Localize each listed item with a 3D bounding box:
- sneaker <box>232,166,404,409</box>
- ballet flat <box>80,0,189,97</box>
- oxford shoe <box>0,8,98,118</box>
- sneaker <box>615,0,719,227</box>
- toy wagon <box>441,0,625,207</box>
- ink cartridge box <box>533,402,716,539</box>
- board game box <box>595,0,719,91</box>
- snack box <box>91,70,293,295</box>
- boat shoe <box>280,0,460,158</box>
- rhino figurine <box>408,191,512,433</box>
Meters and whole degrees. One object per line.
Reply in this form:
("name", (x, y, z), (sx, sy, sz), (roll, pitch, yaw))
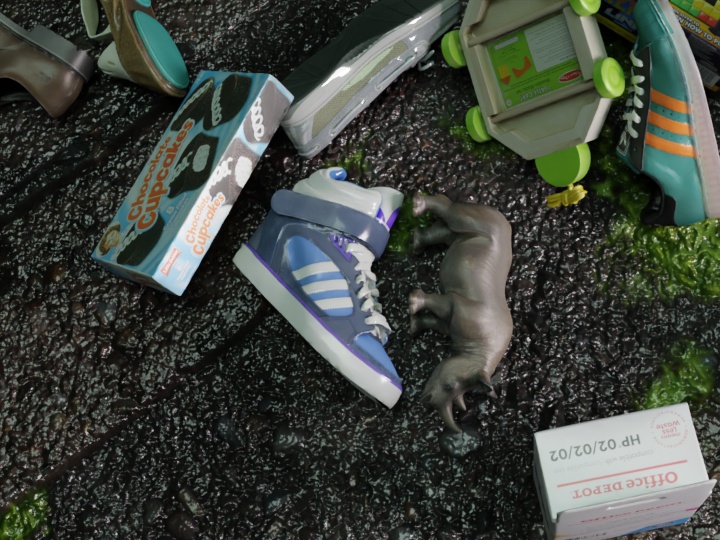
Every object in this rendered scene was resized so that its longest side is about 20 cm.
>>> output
("sneaker", (0.000, 0.000, 1.094), (0.147, 0.081, 0.200), (-45, 67, -3))
("ballet flat", (-0.221, -0.228, 1.210), (0.072, 0.068, 0.202), (-32, 69, 19))
("oxford shoe", (-0.350, -0.203, 1.211), (0.198, 0.073, 0.085), (27, 80, 15))
("sneaker", (0.243, -0.125, 1.064), (0.079, 0.072, 0.202), (-15, 111, 12))
("toy wagon", (0.152, -0.154, 1.099), (0.039, 0.154, 0.203), (-22, 95, -43))
("ink cartridge box", (0.189, 0.151, 0.958), (0.113, 0.200, 0.069), (-12, 71, 3))
("board game box", (0.263, -0.275, 1.121), (0.198, 0.057, 0.166), (30, 68, 0))
("snack box", (-0.147, -0.081, 1.131), (0.116, 0.037, 0.202), (13, 70, 51))
("boat shoe", (0.011, -0.183, 1.165), (0.201, 0.065, 0.074), (-40, 34, -9))
("rhino figurine", (0.084, 0.034, 1.084), (0.086, 0.060, 0.203), (1, 75, 6))
